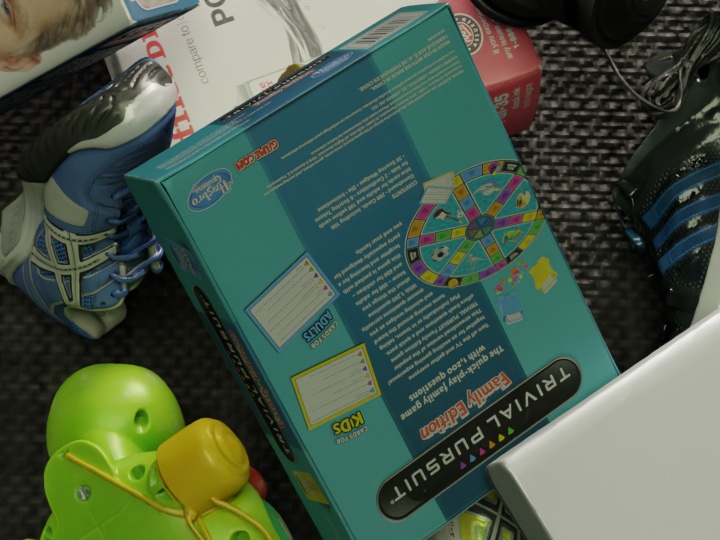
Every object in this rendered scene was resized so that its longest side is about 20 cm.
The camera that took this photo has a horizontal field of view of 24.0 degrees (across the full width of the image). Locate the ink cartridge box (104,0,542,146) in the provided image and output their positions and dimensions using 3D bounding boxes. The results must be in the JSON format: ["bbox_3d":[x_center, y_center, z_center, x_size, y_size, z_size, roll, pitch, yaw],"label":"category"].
[{"bbox_3d":[-0.027,-0.115,0.872,0.200,0.083,0.147,-20,75,-6],"label":"ink cartridge box"}]

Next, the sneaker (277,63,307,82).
[{"bbox_3d":[0.000,0.000,0.807,0.090,0.075,0.200,0,116,-13],"label":"sneaker"}]

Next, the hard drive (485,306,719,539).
[{"bbox_3d":[0.169,0.093,0.765,0.200,0.026,0.132,-31,87,-24],"label":"hard drive"}]

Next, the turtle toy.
[{"bbox_3d":[-0.092,0.131,0.788,0.146,0.101,0.200,-34,72,15],"label":"turtle toy"}]

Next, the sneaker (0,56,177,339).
[{"bbox_3d":[-0.118,-0.032,0.800,0.077,0.200,0.076,47,59,2],"label":"sneaker"}]

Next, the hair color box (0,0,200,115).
[{"bbox_3d":[-0.185,-0.129,0.821,0.200,0.061,0.100,-23,95,32],"label":"hair color box"}]

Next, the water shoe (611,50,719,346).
[{"bbox_3d":[0.166,-0.019,0.861,0.079,0.072,0.200,5,69,25],"label":"water shoe"}]

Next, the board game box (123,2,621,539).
[{"bbox_3d":[0.011,0.008,0.740,0.151,0.047,0.200,-33,109,-19],"label":"board game box"}]

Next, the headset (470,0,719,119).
[{"bbox_3d":[0.107,-0.152,0.793,0.094,0.123,0.200,-46,123,-12],"label":"headset"}]

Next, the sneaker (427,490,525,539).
[{"bbox_3d":[0.066,0.127,0.804,0.076,0.075,0.200,-19,76,-5],"label":"sneaker"}]
